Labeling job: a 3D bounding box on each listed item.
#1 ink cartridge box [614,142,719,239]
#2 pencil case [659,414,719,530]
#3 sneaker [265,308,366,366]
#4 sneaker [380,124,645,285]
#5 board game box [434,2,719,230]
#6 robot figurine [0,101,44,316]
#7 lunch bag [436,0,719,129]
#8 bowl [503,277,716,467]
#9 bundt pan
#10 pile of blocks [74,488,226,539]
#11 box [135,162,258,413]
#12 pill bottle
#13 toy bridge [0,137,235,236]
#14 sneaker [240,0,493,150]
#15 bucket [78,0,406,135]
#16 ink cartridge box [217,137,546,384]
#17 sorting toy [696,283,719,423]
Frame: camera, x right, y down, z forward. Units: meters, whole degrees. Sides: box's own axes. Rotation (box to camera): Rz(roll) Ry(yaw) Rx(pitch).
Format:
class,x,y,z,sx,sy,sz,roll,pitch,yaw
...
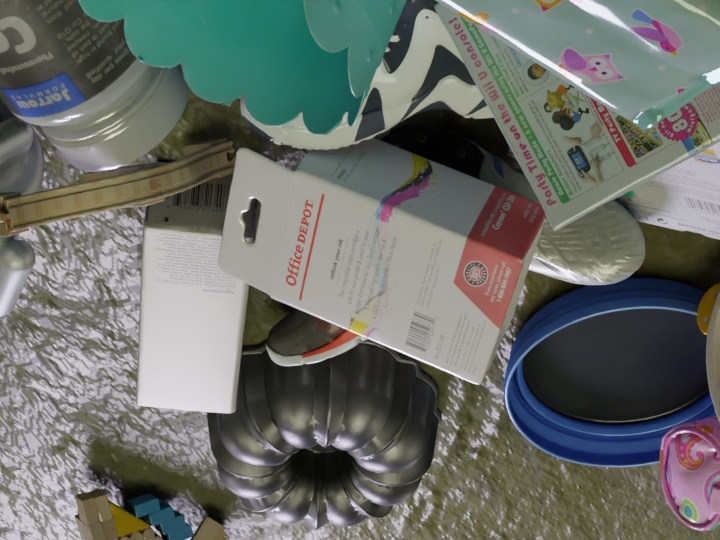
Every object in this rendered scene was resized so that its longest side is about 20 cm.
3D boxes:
class,x,y,z,sx,sy,sz,roll,pitch,yaw
ink cartridge box,0.199,-0.082,1.064,0.119,0.042,0.200,15,164,33
pencil case,0.328,0.144,1.289,0.199,0.088,0.088,-7,144,-33
sneaker,0.000,0.000,1.214,0.199,0.077,0.082,-30,102,27
sneaker,0.102,-0.042,1.145,0.199,0.072,0.072,24,177,0
board game box,0.164,-0.135,0.923,0.199,0.064,0.148,-28,90,17
robot figurine,-0.280,-0.049,1.103,0.170,0.113,0.200,52,143,11
lunch bag,0.119,-0.198,0.783,0.170,0.201,0.122,27,151,-20
bowl,0.213,0.081,1.306,0.199,0.040,0.201,0,137,0
bundt pan,-0.031,0.143,1.345,0.200,0.076,0.203,0,138,0
pile of blocks,-0.174,0.244,1.475,0.200,0.082,0.062,41,167,-24
box,-0.122,0.017,1.216,0.081,0.069,0.201,6,137,-6
pill bottle,-0.192,-0.161,0.995,0.113,0.114,0.200,-18,134,18
toy bridge,-0.153,-0.055,1.062,0.067,0.199,0.027,-2,103,43
sneaker,0.013,-0.153,1.032,0.197,0.080,0.130,-4,131,11
bucket,-0.059,-0.186,0.899,0.206,0.135,0.207,27,163,9
ink cartridge box,0.011,-0.020,1.095,0.199,0.068,0.117,23,131,8
sorting toy,0.362,0.033,1.218,0.179,0.107,0.200,15,121,-39
